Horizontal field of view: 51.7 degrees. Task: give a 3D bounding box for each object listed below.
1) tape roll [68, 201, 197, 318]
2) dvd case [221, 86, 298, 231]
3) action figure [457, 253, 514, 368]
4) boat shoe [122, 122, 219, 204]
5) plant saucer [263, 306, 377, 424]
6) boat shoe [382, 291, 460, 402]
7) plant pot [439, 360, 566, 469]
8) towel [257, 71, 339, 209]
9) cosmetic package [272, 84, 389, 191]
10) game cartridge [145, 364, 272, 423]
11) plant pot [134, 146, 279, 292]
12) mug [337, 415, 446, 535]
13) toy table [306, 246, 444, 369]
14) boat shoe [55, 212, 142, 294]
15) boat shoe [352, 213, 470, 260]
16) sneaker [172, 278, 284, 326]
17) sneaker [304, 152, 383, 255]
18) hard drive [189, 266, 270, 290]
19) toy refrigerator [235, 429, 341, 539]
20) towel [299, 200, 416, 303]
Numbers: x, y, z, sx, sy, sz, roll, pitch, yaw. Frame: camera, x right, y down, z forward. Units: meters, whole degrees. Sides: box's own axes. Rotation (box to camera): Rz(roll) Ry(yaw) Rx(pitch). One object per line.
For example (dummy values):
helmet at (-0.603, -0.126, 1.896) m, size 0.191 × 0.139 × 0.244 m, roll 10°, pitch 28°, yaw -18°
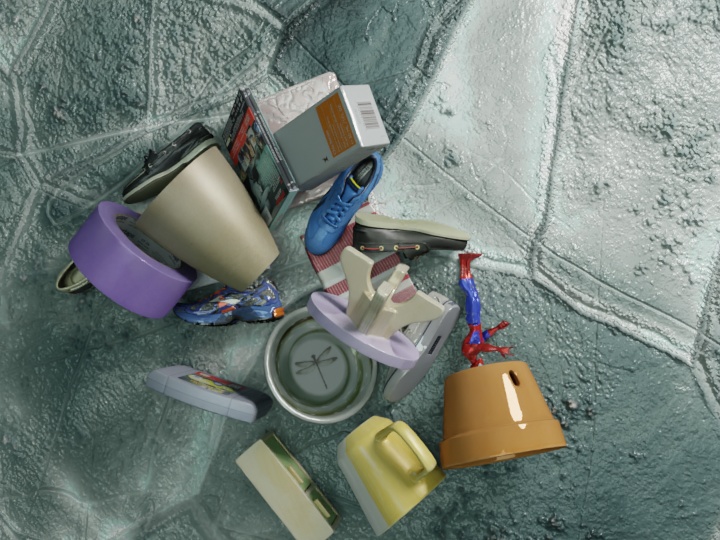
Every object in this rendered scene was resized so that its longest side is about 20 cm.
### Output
tape roll at (-0.377, -0.018, 1.241) m, size 0.200 × 0.200 × 0.085 m, roll 44°, pitch 98°, yaw 6°
dvd case at (-0.173, -0.184, 1.255) m, size 0.022 × 0.146 × 0.202 m, roll -18°, pitch 74°, yaw -29°
action figure at (0.212, 0.073, 1.233) m, size 0.098 × 0.065 × 0.203 m, roll 0°, pitch 91°, yaw 22°
boat shoe at (-0.349, -0.194, 1.323) m, size 0.198 × 0.074 × 0.067 m, roll -34°, pitch 83°, yaw 8°
plant saucer at (-0.071, 0.163, 1.268) m, size 0.197 × 0.050 × 0.203 m, roll 6°, pitch 69°, yaw -15°
boat shoe at (0.089, 0.126, 1.263) m, size 0.070 × 0.071 × 0.201 m, roll 37°, pitch 101°, yaw 35°
plant pot at (0.212, 0.229, 1.183) m, size 0.197 × 0.200 × 0.142 m, roll -14°, pitch 73°, yaw 9°
towel at (-0.101, -0.219, 1.300) m, size 0.189 × 0.032 × 0.202 m, roll -19°, pitch 90°, yaw 9°
cosmetic package at (-0.057, -0.207, 1.193) m, size 0.199 × 0.071 × 0.103 m, roll -24°, pitch 85°, yaw 44°
game cartridge at (-0.260, 0.210, 1.283) m, size 0.198 × 0.133 × 0.041 m, roll 17°, pitch 94°, yaw 8°
plant pot at (-0.235, -0.068, 1.239) m, size 0.187 × 0.187 × 0.200 m, roll -44°, pitch 98°, yaw 7°
mug at (0.051, 0.316, 1.229) m, size 0.187 × 0.149 × 0.154 m, roll -45°, pitch 75°, yaw 20°
toy table at (0.025, 0.056, 1.180) m, size 0.198 × 0.184 × 0.118 m, roll 28°, pitch 109°, yaw -5°
boat shoe at (-0.469, -0.031, 1.352) m, size 0.199 × 0.063 × 0.071 m, roll -40°, pitch 83°, yaw 7°
boat shoe at (0.084, -0.053, 1.245) m, size 0.198 × 0.074 × 0.064 m, roll 5°, pitch 106°, yaw -9°
sneaker at (-0.233, 0.057, 1.315) m, size 0.197 × 0.075 × 0.080 m, roll -5°, pitch 81°, yaw 2°
sneaker at (-0.032, -0.114, 1.236) m, size 0.066 × 0.078 × 0.201 m, roll 35°, pitch 93°, yaw -1°
hard drive at (-0.271, -0.044, 1.336) m, size 0.197 × 0.025 × 0.134 m, roll -14°, pitch 88°, yaw 10°
toy refrigerator at (-0.121, 0.378, 1.291) m, size 0.070 × 0.076 × 0.201 m, roll -40°, pitch 84°, yaw 8°
towel at (0.000, 0.000, 1.279) m, size 0.143 × 0.023 × 0.202 m, roll -26°, pitch 86°, yaw -3°
